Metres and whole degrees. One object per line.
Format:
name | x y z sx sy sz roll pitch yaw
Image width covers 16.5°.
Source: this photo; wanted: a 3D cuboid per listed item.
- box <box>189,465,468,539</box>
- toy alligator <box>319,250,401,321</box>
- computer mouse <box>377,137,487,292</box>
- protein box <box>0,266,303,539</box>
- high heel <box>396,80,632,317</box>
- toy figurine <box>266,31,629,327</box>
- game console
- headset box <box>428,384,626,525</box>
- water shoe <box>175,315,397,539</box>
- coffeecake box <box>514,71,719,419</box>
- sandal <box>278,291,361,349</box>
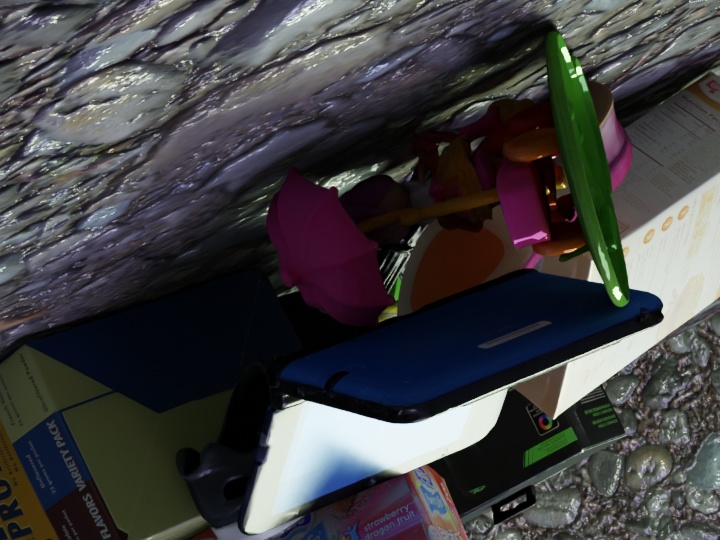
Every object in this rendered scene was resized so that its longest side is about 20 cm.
box | -0.034 0.198 1.511 0.199 0.103 0.095 -31 146 11
toy alligator | 0.000 0.000 1.595 0.054 0.060 0.200 14 -169 26
computer mouse | 0.066 -0.048 1.554 0.200 0.046 0.141 -23 151 -51
protein box | -0.154 0.118 1.545 0.198 0.135 0.200 -19 168 -44
high heel | 0.094 -0.020 1.495 0.200 0.067 0.096 -55 155 -18
toy figurine | 0.040 -0.041 1.352 0.183 0.151 0.200 -14 -162 10
game console | 0.050 0.082 1.366 0.199 0.119 0.170 -20 -160 -36
headset box | 0.073 0.088 1.817 0.174 0.201 0.093 -30 171 26
water shoe | -0.029 0.076 1.464 0.071 0.079 0.200 -14 -153 47
coffeecake box | 0.181 -0.018 1.642 0.200 0.073 0.154 -32 148 -33
sandal | -0.018 0.054 1.604 0.076 0.043 0.200 -23 -150 -21
